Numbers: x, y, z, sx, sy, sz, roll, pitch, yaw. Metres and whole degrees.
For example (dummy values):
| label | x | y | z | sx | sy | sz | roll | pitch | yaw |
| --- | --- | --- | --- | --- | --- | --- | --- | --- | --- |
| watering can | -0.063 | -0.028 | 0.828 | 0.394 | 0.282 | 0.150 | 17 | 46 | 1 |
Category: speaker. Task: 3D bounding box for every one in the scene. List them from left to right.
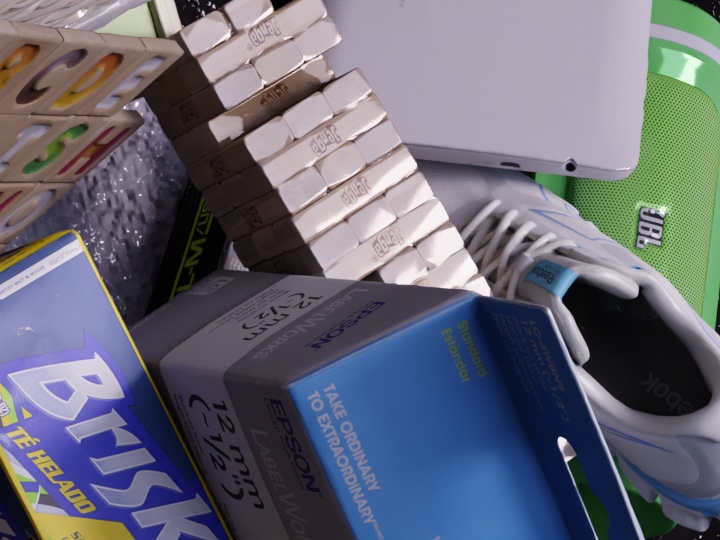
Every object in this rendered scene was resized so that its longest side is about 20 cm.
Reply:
| label | x | y | z | sx | sy | sz | roll | pitch | yaw |
| --- | --- | --- | --- | --- | --- | --- | --- | --- | --- |
| speaker | 0.096 | -0.003 | 1.007 | 0.088 | 0.088 | 0.201 | 25 | 63 | -34 |

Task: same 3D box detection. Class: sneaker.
| label | x | y | z | sx | sy | sz | roll | pitch | yaw |
| --- | --- | --- | --- | --- | --- | --- | --- | --- | --- |
| sneaker | 0.068 | 0.006 | 0.916 | 0.075 | 0.200 | 0.087 | -51 | 152 | -8 |

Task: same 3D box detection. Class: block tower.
| label | x | y | z | sx | sy | sz | roll | pitch | yaw |
| --- | --- | --- | --- | --- | --- | --- | --- | --- | --- |
| block tower | 0.000 | 0.000 | 0.891 | 0.054 | 0.058 | 0.201 | -33 | 96 | -26 |

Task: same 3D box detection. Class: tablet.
| label | x | y | z | sx | sy | sz | roll | pitch | yaw |
| --- | --- | --- | --- | --- | --- | --- | --- | --- | --- |
| tablet | 0.048 | -0.112 | 1.004 | 0.129 | 0.014 | 0.201 | 7 | 47 | 4 |

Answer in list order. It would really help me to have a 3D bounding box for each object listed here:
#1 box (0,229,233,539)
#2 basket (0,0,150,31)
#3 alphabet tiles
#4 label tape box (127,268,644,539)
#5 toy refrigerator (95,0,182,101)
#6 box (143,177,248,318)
| label | x | y | z | sx | sy | sz | roll | pitch | yaw |
| --- | --- | --- | --- | --- | --- | --- | --- | --- | --- |
| box | -0.087 | 0.092 | 0.856 | 0.064 | 0.070 | 0.201 | -33 | 101 | -35 |
| basket | -0.116 | -0.172 | 0.788 | 0.199 | 0.161 | 0.199 | -30 | 93 | -22 |
| alphabet tiles | -0.137 | -0.017 | 0.798 | 0.008 | 0.167 | 0.200 | 51 | 14 | 9 |
| label tape box | 0.007 | 0.080 | 0.832 | 0.066 | 0.200 | 0.144 | -31 | 108 | -25 |
| toy refrigerator | -0.129 | -0.150 | 0.912 | 0.076 | 0.070 | 0.201 | -17 | 91 | -42 |
| box | 0.006 | 0.040 | 1.003 | 0.193 | 0.047 | 0.201 | 34 | 59 | -34 |
